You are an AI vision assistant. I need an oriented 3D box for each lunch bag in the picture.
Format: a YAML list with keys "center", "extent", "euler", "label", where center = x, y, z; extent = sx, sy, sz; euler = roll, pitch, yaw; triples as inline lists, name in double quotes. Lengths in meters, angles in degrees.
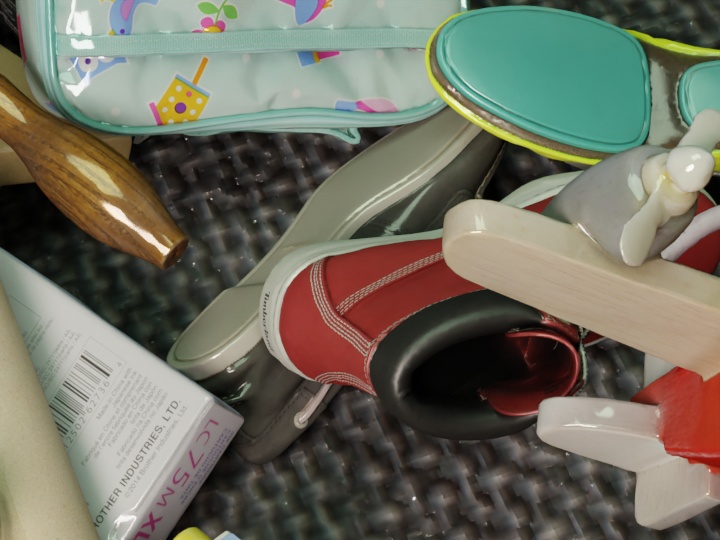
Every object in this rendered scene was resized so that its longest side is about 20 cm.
- center: [-0.045, -0.132, 0.938]
  extent: [0.199, 0.077, 0.161]
  euler: [-4, 95, -17]
  label: "lunch bag"

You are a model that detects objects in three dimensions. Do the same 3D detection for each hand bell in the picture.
- center: [-0.147, -0.067, 0.868]
  extent: [0.200, 0.104, 0.104]
  euler: [40, 65, 13]
  label: "hand bell"

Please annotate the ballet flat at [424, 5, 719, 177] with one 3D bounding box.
- center: [0.122, -0.066, 0.935]
  extent: [0.199, 0.067, 0.067]
  euler: [5, 69, -6]
  label: "ballet flat"

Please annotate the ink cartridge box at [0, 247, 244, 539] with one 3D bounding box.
- center: [-0.156, 0.053, 0.873]
  extent: [0.200, 0.042, 0.120]
  euler: [32, 87, 23]
  label: "ink cartridge box"

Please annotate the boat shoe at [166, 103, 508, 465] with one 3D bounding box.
- center: [0.000, 0.000, 0.924]
  extent: [0.200, 0.057, 0.067]
  euler: [-44, 26, -29]
  label: "boat shoe"

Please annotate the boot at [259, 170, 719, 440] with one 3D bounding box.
- center: [0.079, 0.015, 0.835]
  extent: [0.199, 0.073, 0.144]
  euler: [-14, 17, -24]
  label: "boot"

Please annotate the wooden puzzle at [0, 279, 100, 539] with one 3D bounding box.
- center: [-0.204, 0.064, 0.773]
  extent: [0.199, 0.046, 0.186]
  euler: [-17, 70, -20]
  label: "wooden puzzle"

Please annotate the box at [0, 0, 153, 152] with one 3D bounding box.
- center: [-0.102, -0.163, 1.053]
  extent: [0.159, 0.049, 0.200]
  euler: [-30, 56, -19]
  label: "box"

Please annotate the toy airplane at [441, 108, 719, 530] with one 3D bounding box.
- center: [0.143, 0.020, 0.688]
  extent: [0.198, 0.200, 0.142]
  euler: [13, 84, 24]
  label: "toy airplane"

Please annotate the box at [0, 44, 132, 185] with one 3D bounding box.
- center: [-0.219, -0.075, 0.935]
  extent: [0.163, 0.021, 0.200]
  euler: [33, 27, 33]
  label: "box"

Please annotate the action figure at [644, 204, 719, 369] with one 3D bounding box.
- center: [0.216, 0.053, 0.807]
  extent: [0.200, 0.149, 0.134]
  euler: [23, 51, 37]
  label: "action figure"

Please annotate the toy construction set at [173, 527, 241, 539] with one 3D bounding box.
- center: [-0.103, 0.175, 0.743]
  extent: [0.199, 0.131, 0.092]
  euler: [-29, 55, -16]
  label: "toy construction set"
